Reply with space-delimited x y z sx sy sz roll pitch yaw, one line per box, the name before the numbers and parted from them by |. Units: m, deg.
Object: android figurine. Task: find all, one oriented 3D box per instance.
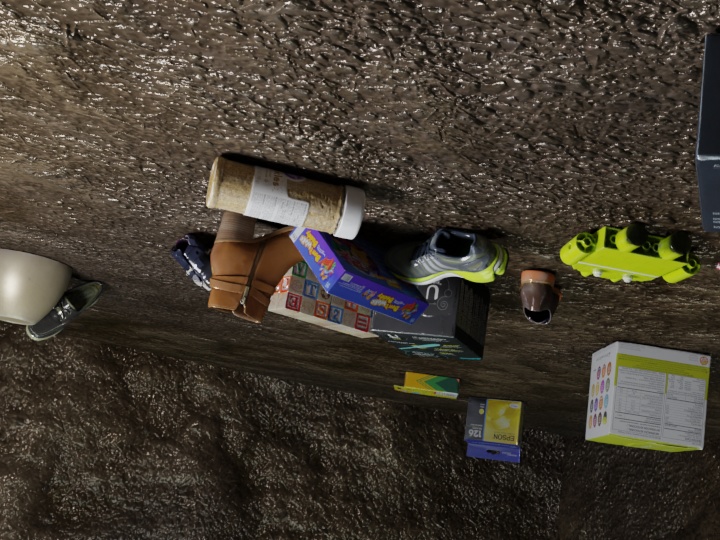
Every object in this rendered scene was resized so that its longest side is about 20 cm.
android figurine | 0.367 -0.018 1.349 0.181 0.041 0.200 10 165 -9

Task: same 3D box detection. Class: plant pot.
plant pot | -0.740 0.044 2.132 0.199 0.136 0.200 8 168 2

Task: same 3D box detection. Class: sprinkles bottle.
sprinkles bottle | -0.096 -0.093 1.263 0.198 0.069 0.068 12 167 -13

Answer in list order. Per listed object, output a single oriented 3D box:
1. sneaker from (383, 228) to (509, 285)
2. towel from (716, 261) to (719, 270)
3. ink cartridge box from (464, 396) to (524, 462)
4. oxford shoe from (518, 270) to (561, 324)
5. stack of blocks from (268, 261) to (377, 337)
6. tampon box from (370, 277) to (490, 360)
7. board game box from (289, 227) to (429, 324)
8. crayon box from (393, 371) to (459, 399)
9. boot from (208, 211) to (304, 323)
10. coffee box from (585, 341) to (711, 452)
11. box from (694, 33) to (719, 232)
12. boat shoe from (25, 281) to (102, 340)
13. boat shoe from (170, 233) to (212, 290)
sneaker | 0.115 -0.029 1.434 0.199 0.074 0.081 -5 148 36
towel | 0.439 -0.030 0.889 0.144 0.200 0.023 27 145 42
ink cartridge box | 0.450 0.536 3.312 0.196 0.202 0.047 1 166 30
oxford shoe | 0.294 0.057 1.637 0.071 0.074 0.200 4 167 18
stack of blocks | -0.051 0.036 1.685 0.199 0.116 0.058 18 164 -32
tampon box | 0.125 0.071 1.690 0.149 0.127 0.200 3 165 22
board game box | 0.000 0.000 1.479 0.199 0.045 0.135 23 -156 -46
crayon box | 0.204 0.353 3.024 0.198 0.051 0.127 7 167 4
boot | -0.136 0.004 1.512 0.199 0.157 0.077 15 165 -28
coffee box | 0.607 0.274 2.088 0.198 0.199 0.200 9 167 1
box | 0.361 -0.107 0.815 0.147 0.108 0.200 3 167 21
boat shoe | -0.668 0.082 2.221 0.072 0.201 0.066 50 142 0
boat shoe | -0.285 -0.025 1.719 0.093 0.075 0.200 46 171 -13
